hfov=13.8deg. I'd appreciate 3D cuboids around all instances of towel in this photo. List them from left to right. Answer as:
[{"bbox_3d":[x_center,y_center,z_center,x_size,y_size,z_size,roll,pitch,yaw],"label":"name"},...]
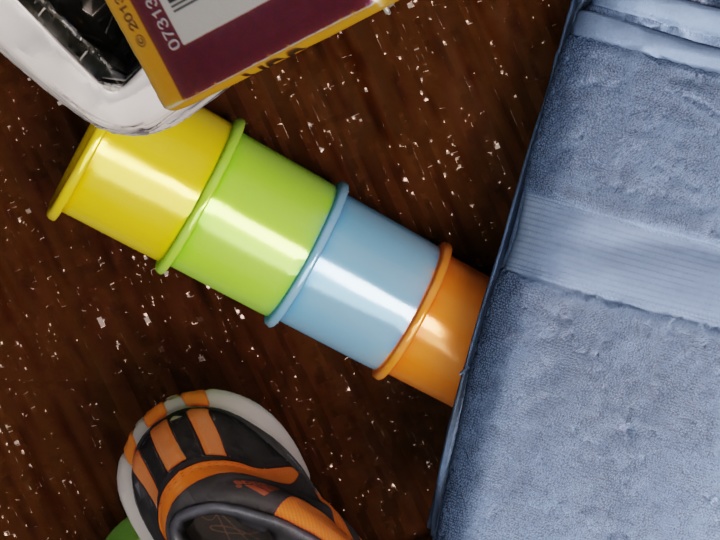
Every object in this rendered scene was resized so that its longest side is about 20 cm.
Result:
[{"bbox_3d":[0.095,0.011,0.919,0.111,0.049,0.200,16,90,6],"label":"towel"}]

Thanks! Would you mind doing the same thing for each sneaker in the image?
[{"bbox_3d":[-0.003,0.133,0.932,0.078,0.112,0.200,-41,112,4],"label":"sneaker"}]

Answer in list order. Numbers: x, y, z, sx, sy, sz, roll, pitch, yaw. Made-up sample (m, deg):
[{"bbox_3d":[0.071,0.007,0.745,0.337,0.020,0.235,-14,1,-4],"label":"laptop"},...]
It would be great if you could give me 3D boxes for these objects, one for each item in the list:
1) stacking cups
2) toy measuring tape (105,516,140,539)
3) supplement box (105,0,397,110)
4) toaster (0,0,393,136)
[{"bbox_3d":[0.000,0.000,0.966,0.200,0.061,0.061,26,115,-9],"label":"stacking cups"},{"bbox_3d":[-0.027,0.095,1.006,0.200,0.074,0.074,-29,107,10],"label":"toy measuring tape"},{"bbox_3d":[0.008,-0.137,0.793,0.086,0.200,0.110,-22,99,43],"label":"supplement box"},{"bbox_3d":[-0.073,-0.125,0.875,0.114,0.129,0.200,-37,104,22],"label":"toaster"}]
